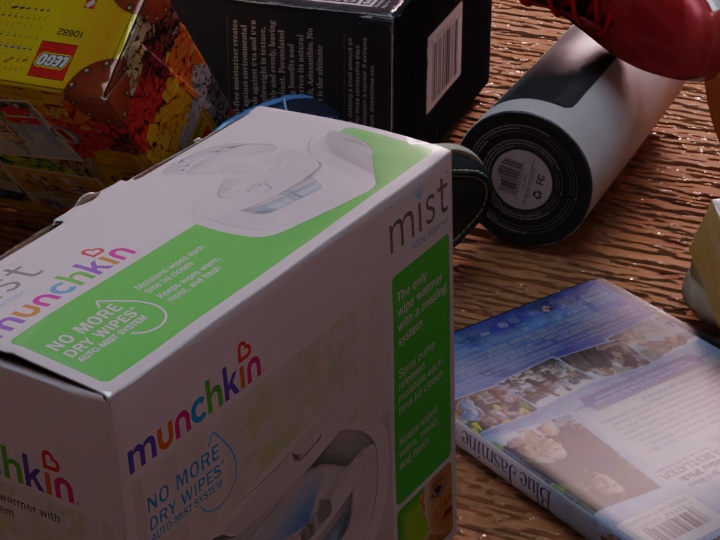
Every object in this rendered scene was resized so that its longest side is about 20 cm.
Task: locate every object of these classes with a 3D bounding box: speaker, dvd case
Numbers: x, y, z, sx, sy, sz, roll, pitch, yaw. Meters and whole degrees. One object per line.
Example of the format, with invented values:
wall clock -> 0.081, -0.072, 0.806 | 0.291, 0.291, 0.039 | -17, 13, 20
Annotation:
speaker -> 0.127, -0.090, 0.989 | 0.081, 0.082, 0.200 | 11, 30, 22
dvd case -> 0.121, 0.065, 0.764 | 0.142, 0.018, 0.200 | -19, 32, -30

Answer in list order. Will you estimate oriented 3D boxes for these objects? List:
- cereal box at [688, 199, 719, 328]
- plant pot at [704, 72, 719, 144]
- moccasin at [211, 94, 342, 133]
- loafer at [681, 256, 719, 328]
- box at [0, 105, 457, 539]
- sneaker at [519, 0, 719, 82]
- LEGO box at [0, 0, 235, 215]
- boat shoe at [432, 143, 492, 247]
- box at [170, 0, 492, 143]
cereal box -> 0.256, 0.029, 0.734 | 0.199, 0.040, 0.144 | -4, 53, -16
plant pot -> 0.298, -0.119, 0.941 | 0.183, 0.201, 0.200 | -1, 24, 36
moccasin -> -0.068, -0.019, 0.886 | 0.068, 0.081, 0.200 | 25, 52, 32
loafer -> 0.257, 0.001, 0.823 | 0.199, 0.069, 0.076 | 5, 29, 12
box -> -0.054, 0.060, 0.615 | 0.096, 0.177, 0.200 | 16, 32, 29
sneaker -> 0.102, -0.154, 0.937 | 0.115, 0.079, 0.200 | -14, 36, -32
LEGO box -> -0.183, -0.097, 0.928 | 0.199, 0.149, 0.077 | 11, 66, 22
boat shoe -> 0.000, -0.002, 0.836 | 0.199, 0.075, 0.066 | -22, 36, -32
box -> -0.039, -0.145, 1.049 | 0.198, 0.124, 0.200 | 11, 30, 18
